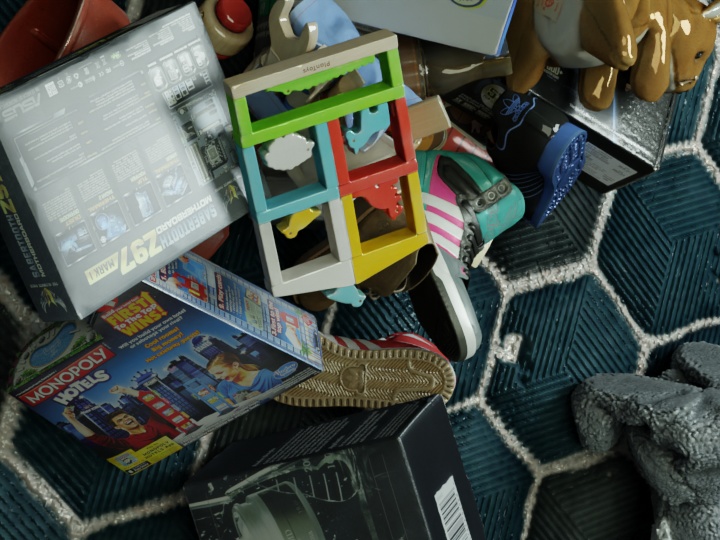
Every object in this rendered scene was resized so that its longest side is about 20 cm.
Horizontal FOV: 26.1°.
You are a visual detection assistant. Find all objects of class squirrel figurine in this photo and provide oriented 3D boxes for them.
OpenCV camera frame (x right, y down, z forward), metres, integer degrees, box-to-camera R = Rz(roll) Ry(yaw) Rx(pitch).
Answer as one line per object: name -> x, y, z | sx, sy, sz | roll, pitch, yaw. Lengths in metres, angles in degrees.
squirrel figurine -> 0.228, -0.236, 1.320 | 0.186, 0.141, 0.202 | 0, 79, -36

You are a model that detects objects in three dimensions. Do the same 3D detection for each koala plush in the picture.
koala plush -> 0.316, 0.195, 1.447 | 0.176, 0.184, 0.201 | -15, 107, -23

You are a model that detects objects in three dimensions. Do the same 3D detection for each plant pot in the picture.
plant pot -> -0.194, -0.098, 1.209 | 0.195, 0.200, 0.202 | 33, 76, -28

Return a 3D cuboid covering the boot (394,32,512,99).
boot -> 0.075, -0.221, 1.337 | 0.096, 0.075, 0.201 | -6, 49, 5

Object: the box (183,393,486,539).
box -> -0.010, 0.228, 1.263 | 0.124, 0.195, 0.201 | -32, 106, -66

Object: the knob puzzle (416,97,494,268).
knob puzzle -> 0.087, -0.132, 1.415 | 0.218, 0.030, 0.222 | 1, 88, -24

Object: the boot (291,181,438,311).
boot -> 0.000, 0.000, 1.280 | 0.073, 0.200, 0.076 | -26, 79, -32

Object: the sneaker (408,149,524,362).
sneaker -> 0.092, -0.024, 1.338 | 0.120, 0.084, 0.201 | -15, 67, -18

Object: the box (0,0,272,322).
box -> -0.167, -0.078, 1.081 | 0.200, 0.051, 0.159 | -36, 112, -39

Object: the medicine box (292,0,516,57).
medicine box -> 0.047, -0.289, 1.258 | 0.181, 0.103, 0.201 | 14, 46, 0

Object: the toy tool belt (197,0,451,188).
toy tool belt -> -0.029, -0.157, 1.190 | 0.200, 0.123, 0.125 | 46, 43, -7

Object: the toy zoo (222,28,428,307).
toy zoo -> -0.020, -0.063, 1.139 | 0.130, 0.020, 0.201 | -20, 120, -16

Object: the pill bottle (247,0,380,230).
pill bottle -> -0.039, -0.139, 1.313 | 0.112, 0.113, 0.202 | 7, 85, -24

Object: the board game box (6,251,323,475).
board game box -> -0.166, 0.052, 1.204 | 0.199, 0.062, 0.200 | -29, 133, 18

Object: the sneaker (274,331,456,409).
sneaker -> -0.013, 0.083, 1.353 | 0.198, 0.112, 0.072 | 10, 92, 7

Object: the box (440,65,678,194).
box -> 0.190, -0.192, 1.414 | 0.199, 0.086, 0.165 | 28, 64, -21

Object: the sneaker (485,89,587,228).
sneaker -> 0.150, -0.101, 1.364 | 0.078, 0.200, 0.070 | 38, 78, 12
